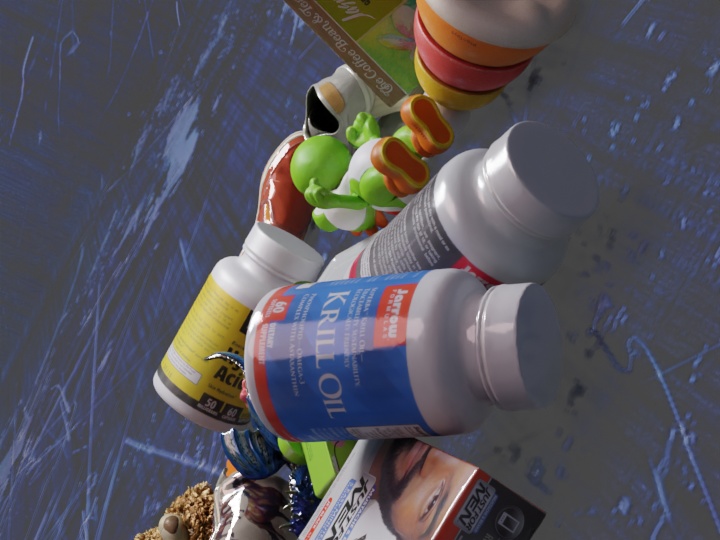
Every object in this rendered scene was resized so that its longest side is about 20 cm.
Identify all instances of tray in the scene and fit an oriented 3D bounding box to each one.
[{"bbox_3d":[0.000,0.000,1.345,0.108,0.022,0.200,-57,14,-26],"label":"tray"}]

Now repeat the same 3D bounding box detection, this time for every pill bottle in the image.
[{"bbox_3d":[0.030,0.057,0.990,0.199,0.112,0.113,-7,51,28],"label":"pill bottle"},{"bbox_3d":[0.080,-0.018,1.058,0.200,0.110,0.111,-46,25,43],"label":"pill bottle"},{"bbox_3d":[-0.120,0.056,1.490,0.201,0.111,0.111,-60,19,11],"label":"pill bottle"}]

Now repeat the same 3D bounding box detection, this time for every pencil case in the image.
[{"bbox_3d":[-0.102,0.262,1.207,0.078,0.089,0.201,-45,25,44],"label":"pencil case"}]

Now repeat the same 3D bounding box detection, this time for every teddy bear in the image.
[{"bbox_3d":[-0.195,0.301,1.435,0.200,0.066,0.146,-50,25,36],"label":"teddy bear"}]

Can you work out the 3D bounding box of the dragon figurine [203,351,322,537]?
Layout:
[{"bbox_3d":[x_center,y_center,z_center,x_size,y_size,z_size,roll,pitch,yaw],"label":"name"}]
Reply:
[{"bbox_3d":[-0.077,0.136,1.226,0.099,0.200,0.059,-24,-25,-53],"label":"dragon figurine"}]

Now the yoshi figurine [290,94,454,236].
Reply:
[{"bbox_3d":[-0.006,-0.097,1.334,0.200,0.112,0.113,-31,62,58],"label":"yoshi figurine"}]

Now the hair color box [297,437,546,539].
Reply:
[{"bbox_3d":[0.034,0.175,0.985,0.111,0.064,0.200,-58,19,-8],"label":"hair color box"}]

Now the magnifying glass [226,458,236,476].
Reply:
[{"bbox_3d":[-0.114,0.239,1.350,0.079,0.022,0.200,-39,27,18],"label":"magnifying glass"}]

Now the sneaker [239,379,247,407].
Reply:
[{"bbox_3d":[-0.039,0.085,1.276,0.200,0.086,0.074,-45,26,41],"label":"sneaker"}]

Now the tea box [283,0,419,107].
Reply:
[{"bbox_3d":[0.030,-0.301,1.355,0.196,0.200,0.134,-38,30,20],"label":"tea box"}]

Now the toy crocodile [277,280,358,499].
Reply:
[{"bbox_3d":[-0.037,0.097,1.190,0.068,0.061,0.201,-56,42,39],"label":"toy crocodile"}]

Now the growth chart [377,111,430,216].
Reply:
[{"bbox_3d":[0.044,-0.136,1.455,0.145,0.018,0.200,-61,19,5],"label":"growth chart"}]

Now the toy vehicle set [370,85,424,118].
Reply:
[{"bbox_3d":[0.037,-0.214,1.512,0.125,0.026,0.200,-57,20,-16],"label":"toy vehicle set"}]

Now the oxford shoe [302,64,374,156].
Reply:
[{"bbox_3d":[-0.035,-0.142,1.514,0.058,0.075,0.200,-31,-16,-23],"label":"oxford shoe"}]

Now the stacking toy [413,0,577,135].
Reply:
[{"bbox_3d":[0.090,-0.192,1.278,0.200,0.145,0.147,115,169,-49],"label":"stacking toy"}]

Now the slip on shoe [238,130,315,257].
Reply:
[{"bbox_3d":[-0.083,-0.056,1.612,0.061,0.074,0.201,21,89,63],"label":"slip on shoe"}]
